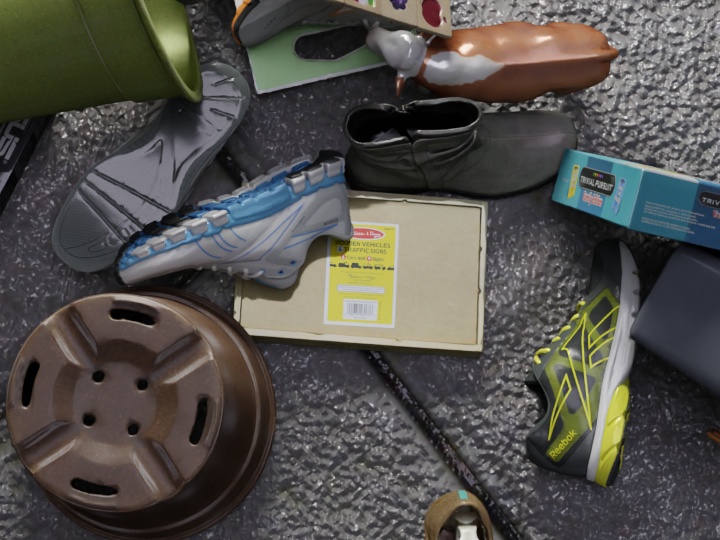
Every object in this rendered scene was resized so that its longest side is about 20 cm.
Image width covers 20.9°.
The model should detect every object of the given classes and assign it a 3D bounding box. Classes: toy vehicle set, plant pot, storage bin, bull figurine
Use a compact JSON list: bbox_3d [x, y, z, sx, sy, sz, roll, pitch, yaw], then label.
[{"bbox_3d":[0.000,0.000,1.549,0.200,0.027,0.124,5,76,-4],"label":"toy vehicle set"},{"bbox_3d":[-0.164,0.099,1.411,0.200,0.198,0.200,0,83,0],"label":"plant pot"},{"bbox_3d":[-0.241,-0.190,1.459,0.190,0.200,0.200,-19,79,5],"label":"plant pot"},{"bbox_3d":[0.284,0.052,1.481,0.134,0.200,0.146,31,99,14],"label":"storage bin"},{"bbox_3d":[0.100,-0.166,1.542,0.200,0.121,0.065,1,97,-7],"label":"bull figurine"}]

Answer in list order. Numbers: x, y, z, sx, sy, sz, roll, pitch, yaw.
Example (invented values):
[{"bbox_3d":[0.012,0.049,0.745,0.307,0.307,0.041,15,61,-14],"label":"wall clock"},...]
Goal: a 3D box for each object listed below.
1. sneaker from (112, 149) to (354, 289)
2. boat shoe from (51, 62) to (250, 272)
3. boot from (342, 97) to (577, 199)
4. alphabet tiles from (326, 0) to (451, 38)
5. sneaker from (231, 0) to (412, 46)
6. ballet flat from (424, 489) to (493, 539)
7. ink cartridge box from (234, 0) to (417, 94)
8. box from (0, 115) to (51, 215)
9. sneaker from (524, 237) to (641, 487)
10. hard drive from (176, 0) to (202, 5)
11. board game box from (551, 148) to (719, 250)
[{"bbox_3d":[-0.090,-0.018,1.490,0.200,0.075,0.087,-22,106,-16],"label":"sneaker"},{"bbox_3d":[-0.163,-0.078,1.540,0.074,0.065,0.202,38,81,3],"label":"boat shoe"},{"bbox_3d":[0.083,-0.101,1.526,0.200,0.131,0.068,-8,78,-6],"label":"boot"},{"bbox_3d":[-0.002,-0.284,1.467,0.167,0.008,0.200,13,65,-33],"label":"alphabet tiles"},{"bbox_3d":[-0.004,-0.216,1.545,0.200,0.076,0.092,-29,107,-1],"label":"sneaker"},{"bbox_3d":[0.082,0.264,1.470,0.068,0.072,0.200,1,77,-5],"label":"ballet flat"},{"bbox_3d":[-0.042,-0.255,1.597,0.145,0.048,0.200,-14,93,-7],"label":"ink cartridge box"},{"bbox_3d":[-0.352,-0.087,1.531,0.160,0.044,0.200,25,76,2],"label":"box"},{"bbox_3d":[0.173,0.066,1.523,0.085,0.074,0.200,6,70,7],"label":"sneaker"},{"bbox_3d":[-0.136,-0.275,1.468,0.042,0.200,0.135,-6,89,7],"label":"hard drive"},{"bbox_3d":[0.247,-0.049,1.478,0.151,0.200,0.047,13,96,-12],"label":"board game box"}]
